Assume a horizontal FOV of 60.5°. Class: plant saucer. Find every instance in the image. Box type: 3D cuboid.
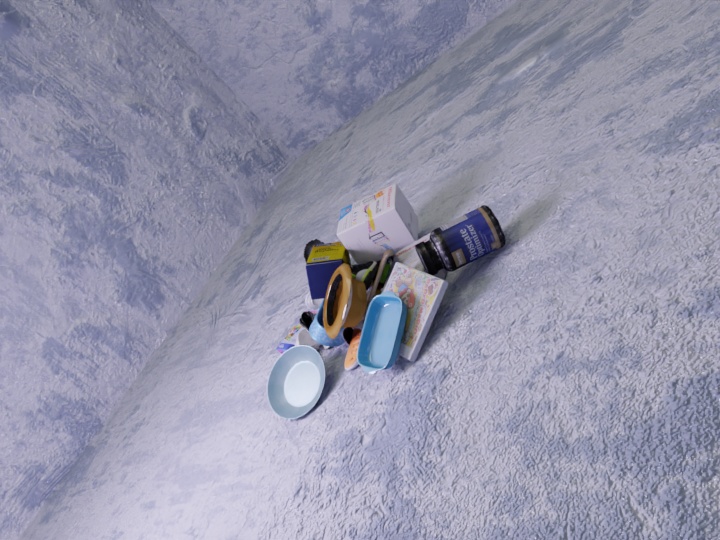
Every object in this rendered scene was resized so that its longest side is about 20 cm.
[{"bbox_3d":[-0.166,0.304,1.669,0.200,0.039,0.202,-16,60,29],"label":"plant saucer"}]

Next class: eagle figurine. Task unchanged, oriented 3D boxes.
[{"bbox_3d":[-0.104,-0.002,2.061,0.150,0.153,0.200,-8,26,-25],"label":"eagle figurine"}]

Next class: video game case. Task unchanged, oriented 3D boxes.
[{"bbox_3d":[0.107,0.094,1.480,0.182,0.023,0.201,24,90,52],"label":"video game case"}]

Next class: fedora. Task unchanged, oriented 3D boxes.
[{"bbox_3d":[-0.036,0.085,1.626,0.200,0.081,0.202,-168,90,-70],"label":"fedora"}]

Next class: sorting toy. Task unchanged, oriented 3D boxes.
[{"bbox_3d":[0.049,0.037,1.709,0.185,0.036,0.201,-67,1,-85],"label":"sorting toy"}]

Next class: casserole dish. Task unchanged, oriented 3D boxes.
[{"bbox_3d":[0.056,0.149,1.466,0.121,0.039,0.201,2,73,51],"label":"casserole dish"}]

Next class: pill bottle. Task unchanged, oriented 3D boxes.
[{"bbox_3d":[0.237,-0.066,1.491,0.199,0.112,0.112,-27,22,2],"label":"pill bottle"}]

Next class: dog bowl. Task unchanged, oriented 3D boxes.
[{"bbox_3d":[-0.075,0.132,1.765,0.200,0.111,0.050,-68,-4,-52],"label":"dog bowl"}]

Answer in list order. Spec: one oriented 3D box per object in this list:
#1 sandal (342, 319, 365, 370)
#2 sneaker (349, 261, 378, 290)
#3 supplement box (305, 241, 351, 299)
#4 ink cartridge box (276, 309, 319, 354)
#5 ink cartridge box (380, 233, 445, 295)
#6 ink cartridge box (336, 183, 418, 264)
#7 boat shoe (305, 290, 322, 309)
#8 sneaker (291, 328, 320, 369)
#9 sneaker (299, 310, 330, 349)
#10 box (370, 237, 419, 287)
[{"bbox_3d":[-0.015,0.176,1.661,0.079,0.059,0.207,-32,24,30],"label":"sandal"},{"bbox_3d":[0.000,0.000,1.754,0.200,0.082,0.072,-65,-1,-83],"label":"sneaker"},{"bbox_3d":[-0.090,-0.004,1.831,0.109,0.109,0.200,-7,19,5],"label":"supplement box"},{"bbox_3d":[-0.196,0.212,1.973,0.200,0.042,0.119,-55,22,-20],"label":"ink cartridge box"},{"bbox_3d":[0.144,0.016,1.619,0.145,0.084,0.200,-29,27,38],"label":"ink cartridge box"},{"bbox_3d":[0.054,-0.134,1.842,0.199,0.145,0.148,-23,32,21],"label":"ink cartridge box"},{"bbox_3d":[-0.073,0.065,1.915,0.201,0.075,0.086,-24,13,-15],"label":"boat shoe"},{"bbox_3d":[-0.170,0.250,1.824,0.200,0.075,0.089,-64,-5,-59],"label":"sneaker"},{"bbox_3d":[-0.121,0.140,1.850,0.076,0.115,0.201,-41,21,14],"label":"sneaker"},{"bbox_3d":[0.098,-0.023,1.842,0.200,0.032,0.121,-37,26,15],"label":"box"}]
